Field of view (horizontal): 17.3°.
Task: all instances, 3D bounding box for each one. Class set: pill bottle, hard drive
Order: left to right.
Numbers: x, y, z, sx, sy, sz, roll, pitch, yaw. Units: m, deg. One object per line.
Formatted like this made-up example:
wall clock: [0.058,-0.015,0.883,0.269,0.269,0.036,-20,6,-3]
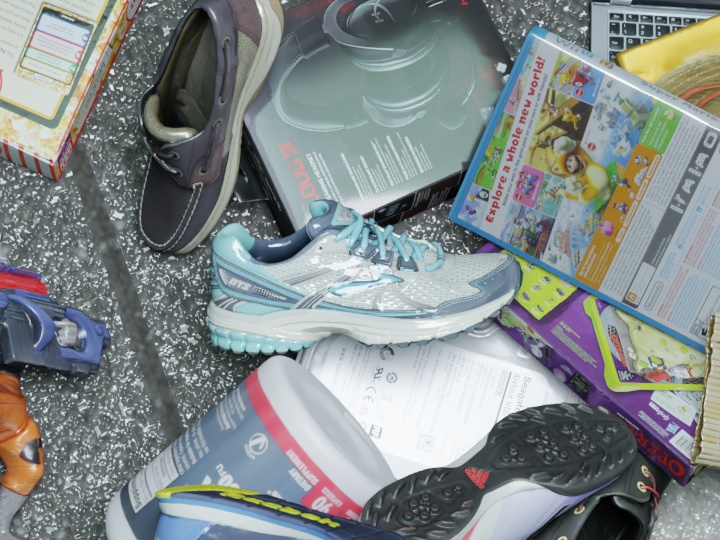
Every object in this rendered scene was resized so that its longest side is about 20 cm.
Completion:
pill bottle: [-0.086,0.159,1.453,0.200,0.120,0.120,-42,82,9]
hard drive: [0.051,0.089,1.535,0.199,0.038,0.140,18,77,0]

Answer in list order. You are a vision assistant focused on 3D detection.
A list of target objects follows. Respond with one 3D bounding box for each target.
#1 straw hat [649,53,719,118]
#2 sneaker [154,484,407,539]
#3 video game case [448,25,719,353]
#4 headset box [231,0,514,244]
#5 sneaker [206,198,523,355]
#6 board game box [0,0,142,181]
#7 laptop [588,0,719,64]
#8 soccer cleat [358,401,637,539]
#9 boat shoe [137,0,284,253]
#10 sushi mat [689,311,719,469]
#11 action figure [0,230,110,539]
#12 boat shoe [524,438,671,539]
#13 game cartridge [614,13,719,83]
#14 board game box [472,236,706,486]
straw hat: [0.270,-0.070,1.491,0.201,0.201,0.085,31,42,4]
sneaker: [-0.031,0.179,1.340,0.199,0.074,0.083,13,92,26]
video game case: [0.169,-0.047,1.476,0.199,0.018,0.144,28,121,8]
headset box: [0.000,-0.105,1.556,0.199,0.077,0.149,-23,80,-10]
sneaker: [0.000,0.000,1.463,0.199,0.078,0.087,-6,107,3]
board game box: [-0.230,-0.181,1.575,0.151,0.046,0.201,24,77,2]
laptop: [0.250,-0.172,1.562,0.186,0.116,0.201,3,68,-2]
soccer cleat: [0.080,0.141,1.435,0.199,0.073,0.068,-23,55,-28]
boat shoe: [-0.110,-0.095,1.500,0.065,0.201,0.072,-14,48,-46]
sushi mat: [0.287,0.091,1.503,0.199,0.012,0.096,14,78,-35]
action figure: [-0.253,0.064,1.476,0.104,0.200,0.194,-11,66,33]
boat shoe: [0.160,0.152,1.490,0.201,0.063,0.074,-47,127,-26]
game cartridge: [0.281,-0.079,1.551,0.176,0.032,0.201,-21,96,0]
board game box: [0.170,0.036,1.518,0.200,0.032,0.120,42,59,18]
